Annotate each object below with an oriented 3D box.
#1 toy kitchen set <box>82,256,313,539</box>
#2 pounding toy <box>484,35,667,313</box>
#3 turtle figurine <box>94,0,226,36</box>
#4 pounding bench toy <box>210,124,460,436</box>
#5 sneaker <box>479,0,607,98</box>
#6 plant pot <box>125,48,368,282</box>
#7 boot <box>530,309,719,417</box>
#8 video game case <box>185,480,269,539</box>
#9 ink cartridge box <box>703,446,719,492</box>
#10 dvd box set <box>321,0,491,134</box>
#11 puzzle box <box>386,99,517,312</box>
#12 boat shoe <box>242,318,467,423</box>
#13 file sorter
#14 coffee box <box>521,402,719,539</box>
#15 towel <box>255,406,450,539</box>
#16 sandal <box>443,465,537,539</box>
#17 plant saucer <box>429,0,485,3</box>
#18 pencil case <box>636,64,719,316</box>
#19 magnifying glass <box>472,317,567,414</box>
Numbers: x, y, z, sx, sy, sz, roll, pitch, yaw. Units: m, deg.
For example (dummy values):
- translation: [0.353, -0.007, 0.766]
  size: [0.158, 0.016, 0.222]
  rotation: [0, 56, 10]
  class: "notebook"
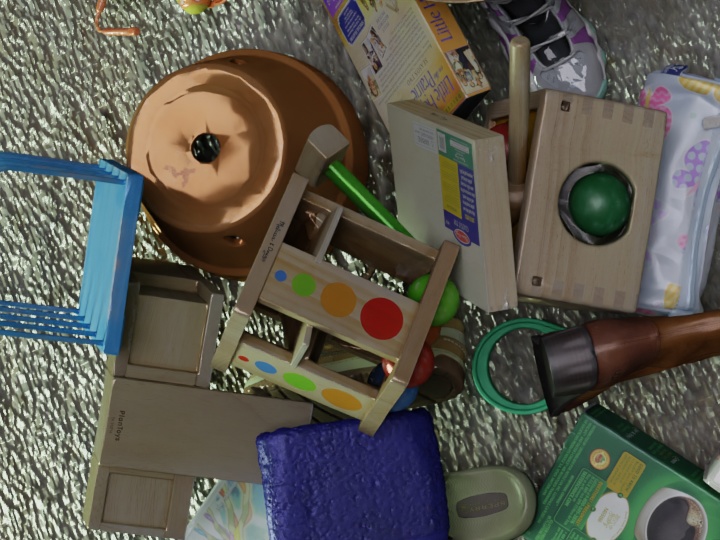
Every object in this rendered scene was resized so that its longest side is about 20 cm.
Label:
- translation: [-0.139, 0.105, 1.734]
  size: [0.163, 0.180, 0.200]
  rotation: [9, 96, -14]
  class: "toy kitchen set"
- translation: [0.143, -0.069, 1.618]
  size: [0.142, 0.200, 0.184]
  rotation: [10, 88, -12]
  class: "pounding toy"
- translation: [-0.143, -0.287, 1.801]
  size: [0.200, 0.064, 0.161]
  rotation: [-17, 74, 22]
  class: "turtle figurine"
- translation: [0.000, 0.000, 1.610]
  size: [0.156, 0.124, 0.200]
  rotation: [23, 65, -3]
  class: "pounding bench toy"
- translation: [0.124, -0.218, 1.685]
  size: [0.078, 0.140, 0.200]
  rotation: [-34, 78, 11]
  class: "sneaker"
- translation: [-0.106, -0.093, 1.739]
  size: [0.200, 0.140, 0.200]
  rotation: [-1, 86, 14]
  class: "plant pot"
- translation: [0.235, 0.053, 1.616]
  size: [0.200, 0.188, 0.069]
  rotation: [-13, 75, -1]
  class: "boot"
- translation: [-0.067, 0.258, 1.765]
  size: [0.182, 0.022, 0.200]
  rotation: [36, 96, 15]
  class: "video game case"
- translation: [0.354, 0.098, 1.600]
  size: [0.083, 0.147, 0.200]
  rotation: [36, 96, 8]
  class: "ink cartridge box"
- translation: [0.028, -0.201, 1.715]
  size: [0.029, 0.146, 0.200]
  rotation: [-22, 78, -24]
  class: "dvd box set"
- translation: [0.069, -0.053, 1.619]
  size: [0.025, 0.200, 0.133]
  rotation: [-10, 106, -16]
  class: "puzzle box"
- translation: [-0.002, 0.079, 1.745]
  size: [0.200, 0.072, 0.076]
  rotation: [-8, 50, 22]
  class: "boat shoe"
- translation: [-0.252, -0.022, 1.669]
  size: [0.123, 0.200, 0.139]
  rotation: [8, 95, -14]
  class: "file sorter"
- translation: [0.237, 0.209, 1.665]
  size: [0.200, 0.044, 0.123]
  rotation: [31, 108, 15]
  class: "coffee box"
- translation: [-0.001, 0.215, 1.649]
  size: [0.147, 0.050, 0.200]
  rotation: [-7, 87, -11]
  class: "towel"
- translation: [0.044, 0.201, 1.695]
  size: [0.201, 0.057, 0.080]
  rotation: [-21, 80, 22]
  class: "sandal"
- translation: [0.091, -0.281, 1.626]
  size: [0.200, 0.035, 0.200]
  rotation: [-7, 60, 12]
  class: "plant saucer"
- translation: [0.252, -0.059, 1.670]
  size: [0.091, 0.083, 0.200]
  rotation: [14, 91, 41]
  class: "pencil case"
- translation: [0.190, 0.071, 1.713]
  size: [0.200, 0.022, 0.080]
  rotation: [-9, 84, 16]
  class: "magnifying glass"
